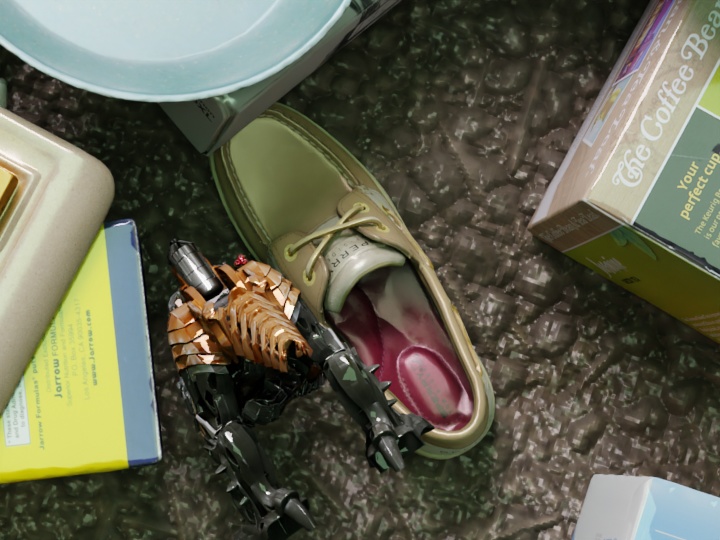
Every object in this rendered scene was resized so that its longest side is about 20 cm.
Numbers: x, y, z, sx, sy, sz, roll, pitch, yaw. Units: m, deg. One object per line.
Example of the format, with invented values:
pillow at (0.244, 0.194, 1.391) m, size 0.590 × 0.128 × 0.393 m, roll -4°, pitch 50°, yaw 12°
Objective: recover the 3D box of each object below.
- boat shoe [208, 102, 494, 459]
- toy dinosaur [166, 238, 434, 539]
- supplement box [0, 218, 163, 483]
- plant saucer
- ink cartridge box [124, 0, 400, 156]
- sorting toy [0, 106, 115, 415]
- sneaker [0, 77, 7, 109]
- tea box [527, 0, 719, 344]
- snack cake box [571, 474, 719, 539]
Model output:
boat shoe at (0.000, 0.000, 0.913) m, size 0.074 × 0.066 × 0.200 m, roll -39°, pitch 88°, yaw -6°
toy dinosaur at (-0.048, 0.045, 0.837) m, size 0.102 × 0.200 × 0.136 m, roll -32°, pitch 91°, yaw 10°
supplement box at (-0.193, 0.045, 0.870) m, size 0.199 × 0.109 × 0.110 m, roll -6°, pitch 87°, yaw -5°
plant saucer at (-0.091, -0.163, 0.816) m, size 0.199 × 0.036 × 0.201 m, roll 3°, pitch 78°, yaw -14°
ink cartridge box at (-0.041, -0.173, 0.895) m, size 0.200 × 0.083 × 0.145 m, roll -41°, pitch 91°, yaw -19°
sorting toy at (-0.228, -0.005, 0.793) m, size 0.200 × 0.036 × 0.185 m, roll 28°, pitch 86°, yaw -5°
sneaker at (-0.250, -0.093, 0.853) m, size 0.200 × 0.074 × 0.089 m, roll 24°, pitch 83°, yaw -13°
tea box at (0.217, -0.063, 0.906) m, size 0.196 × 0.134 × 0.200 m, roll 31°, pitch 83°, yaw -4°
snack cake box at (0.203, 0.155, 0.898) m, size 0.199 × 0.115 × 0.067 m, roll 18°, pitch 85°, yaw -4°
